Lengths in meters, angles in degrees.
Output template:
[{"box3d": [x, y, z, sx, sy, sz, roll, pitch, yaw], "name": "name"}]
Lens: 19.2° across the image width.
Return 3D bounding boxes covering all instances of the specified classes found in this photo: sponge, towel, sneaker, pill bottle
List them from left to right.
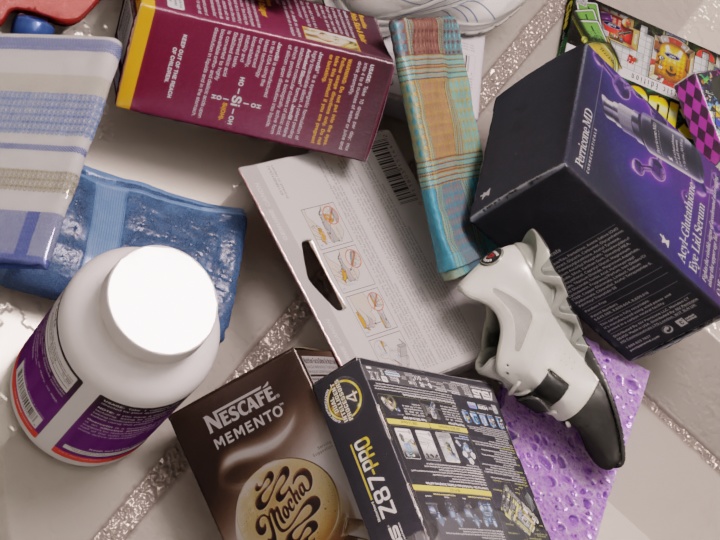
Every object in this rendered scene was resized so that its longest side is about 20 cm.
[{"box3d": [-0.259, -0.088, 1.536, 0.146, 0.024, 0.201, 2, 59, 20], "name": "towel"}, {"box3d": [-0.182, -0.019, 1.569, 0.199, 0.049, 0.112, 18, 58, -17], "name": "towel"}, {"box3d": [-0.165, 0.055, 1.458, 0.112, 0.200, 0.113, 10, 65, -21], "name": "pill bottle"}, {"box3d": [0.070, -0.236, 1.717, 0.199, 0.087, 0.075, -15, 74, -29], "name": "sneaker"}, {"box3d": [0.069, -0.098, 1.651, 0.147, 0.022, 0.201, -23, 102, -70], "name": "towel"}, {"box3d": [0.136, 0.074, 1.628, 0.088, 0.074, 0.201, -28, 103, -4], "name": "sneaker"}, {"box3d": [0.150, 0.141, 1.668, 0.111, 0.030, 0.201, 29, 59, -11], "name": "sponge"}]

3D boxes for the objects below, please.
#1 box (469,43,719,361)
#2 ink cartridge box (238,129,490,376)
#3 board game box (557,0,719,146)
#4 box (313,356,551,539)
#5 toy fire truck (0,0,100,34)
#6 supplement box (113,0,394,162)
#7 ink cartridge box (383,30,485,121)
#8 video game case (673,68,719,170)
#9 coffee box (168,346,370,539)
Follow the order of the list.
[{"box3d": [0.196, -0.053, 1.684, 0.200, 0.104, 0.148, 39, 42, -25], "name": "box"}, {"box3d": [0.000, 0.000, 1.627, 0.176, 0.045, 0.201, -17, 75, -46], "name": "ink cartridge box"}, {"box3d": [0.263, -0.161, 1.857, 0.199, 0.023, 0.105, 21, 63, -16], "name": "board game box"}, {"box3d": [0.059, 0.150, 1.517, 0.200, 0.049, 0.162, 14, 48, -59], "name": "box"}, {"box3d": [-0.270, -0.258, 1.616, 0.199, 0.112, 0.169, 17, 86, -17], "name": "toy fire truck"}, {"box3d": [-0.084, -0.160, 1.620, 0.199, 0.086, 0.110, 12, 23, -14], "name": "supplement box"}, {"box3d": [0.046, -0.219, 1.771, 0.119, 0.042, 0.201, 15, 65, -17], "name": "ink cartridge box"}, {"box3d": [0.377, -0.086, 1.848, 0.181, 0.036, 0.201, -12, 79, -36], "name": "video game case"}, {"box3d": [-0.039, 0.168, 1.509, 0.201, 0.113, 0.080, 64, 16, 12], "name": "coffee box"}]
